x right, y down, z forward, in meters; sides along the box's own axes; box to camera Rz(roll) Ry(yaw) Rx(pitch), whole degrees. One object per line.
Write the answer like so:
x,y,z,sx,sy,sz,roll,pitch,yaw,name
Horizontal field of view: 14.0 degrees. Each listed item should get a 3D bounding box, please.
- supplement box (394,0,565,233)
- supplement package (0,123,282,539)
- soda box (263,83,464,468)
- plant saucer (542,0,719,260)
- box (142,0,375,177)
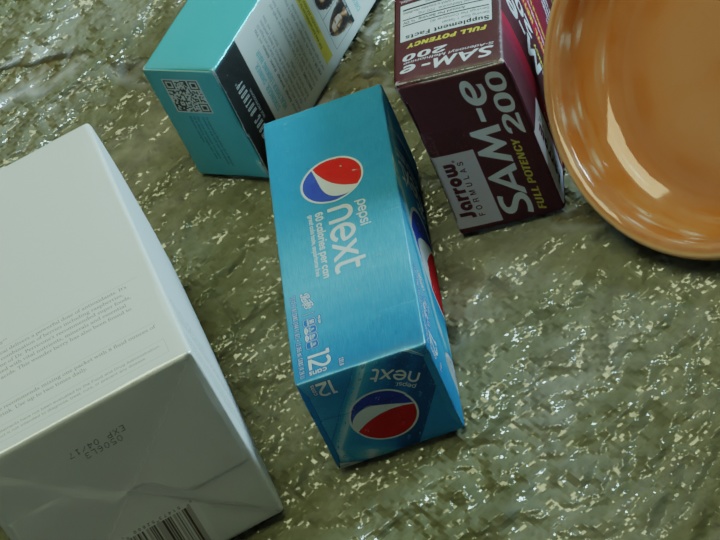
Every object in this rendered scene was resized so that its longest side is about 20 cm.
0.061,-0.129,1.520,0.061,0.109,0.200,-13,43,14,supplement box
-0.137,0.047,1.431,0.121,0.120,0.200,-28,41,0,supplement package
0.000,0.000,1.451,0.068,0.064,0.200,-19,42,9,soda box
0.180,-0.104,1.417,0.200,0.037,0.201,-4,83,37,plant saucer
-0.042,-0.150,1.617,0.049,0.082,0.200,5,49,33,box
